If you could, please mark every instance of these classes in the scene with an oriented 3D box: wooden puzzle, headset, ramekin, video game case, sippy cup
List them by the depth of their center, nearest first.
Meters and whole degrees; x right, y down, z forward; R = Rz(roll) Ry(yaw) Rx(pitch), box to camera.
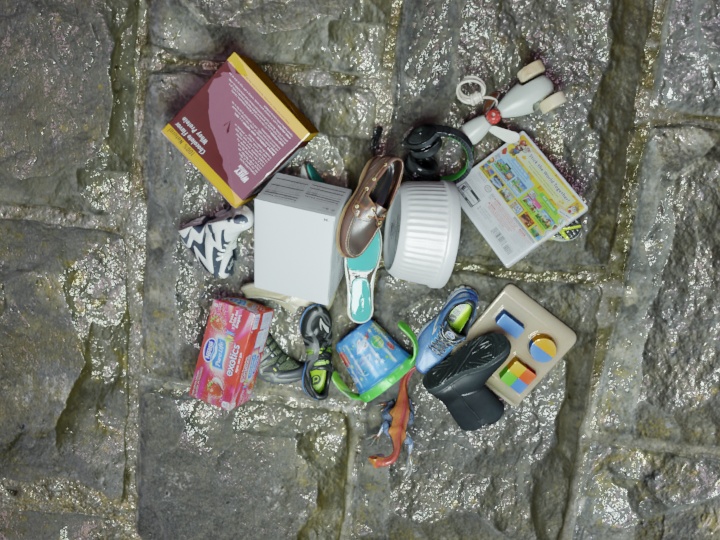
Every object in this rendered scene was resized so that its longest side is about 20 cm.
[{"bbox_3d":[0.108,-0.071,1.245,0.104,0.200,0.202,5,103,-8],"label":"ramekin"},{"bbox_3d":[0.292,-0.136,1.263,0.181,0.023,0.201,-36,67,8],"label":"video game case"},{"bbox_3d":[0.117,-0.230,1.276,0.198,0.094,0.124,9,136,4],"label":"headset"},{"bbox_3d":[0.022,0.174,1.356,0.177,0.140,0.131,-37,87,-14],"label":"sippy cup"},{"bbox_3d":[0.312,0.158,1.366,0.185,0.046,0.201,37,102,-4],"label":"wooden puzzle"}]

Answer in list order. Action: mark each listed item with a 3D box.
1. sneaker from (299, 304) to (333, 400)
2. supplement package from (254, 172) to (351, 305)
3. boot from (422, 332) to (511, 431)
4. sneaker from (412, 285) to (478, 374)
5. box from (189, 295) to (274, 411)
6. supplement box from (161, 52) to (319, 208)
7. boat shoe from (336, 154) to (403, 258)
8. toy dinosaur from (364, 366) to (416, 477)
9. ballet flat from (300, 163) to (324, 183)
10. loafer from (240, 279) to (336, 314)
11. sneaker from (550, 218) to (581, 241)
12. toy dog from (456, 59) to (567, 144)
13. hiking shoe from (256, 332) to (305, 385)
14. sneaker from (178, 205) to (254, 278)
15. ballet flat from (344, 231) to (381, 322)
[{"bbox_3d":[-0.080,0.166,1.345,0.070,0.083,0.202,-4,103,-24],"label":"sneaker"},{"bbox_3d":[-0.112,-0.059,1.275,0.154,0.111,0.201,13,125,9],"label":"supplement package"},{"bbox_3d":[0.245,0.228,1.344,0.199,0.077,0.168,-34,121,17],"label":"boot"},{"bbox_3d":[0.168,0.125,1.348,0.078,0.089,0.201,30,104,-2],"label":"sneaker"},{"bbox_3d":[-0.253,0.160,1.322,0.095,0.100,0.202,18,97,14],"label":"box"},{"bbox_3d":[-0.222,-0.263,1.270,0.200,0.133,0.197,-43,96,11],"label":"supplement box"},{"bbox_3d":[0.018,-0.116,1.197,0.070,0.070,0.202,25,82,-39],"label":"boat shoe"},{"bbox_3d":[0.061,0.311,1.350,0.104,0.182,0.202,6,102,3],"label":"toy dinosaur"},{"bbox_3d":[-0.075,-0.114,1.330,0.069,0.069,0.201,-32,102,10],"label":"ballet flat"},{"bbox_3d":[-0.146,0.053,1.363,0.198,0.076,0.069,2,97,3],"label":"loafer"},{"bbox_3d":[0.324,-0.098,1.296,0.199,0.076,0.076,24,87,19],"label":"sneaker"},{"bbox_3d":[0.283,-0.307,1.253,0.198,0.096,0.133,-9,93,20],"label":"toy dog"},{"bbox_3d":[-0.199,0.167,1.392,0.198,0.076,0.101,17,107,1],"label":"hiking shoe"},{"bbox_3d":[-0.263,-0.048,1.329,0.198,0.080,0.130,-12,115,32],"label":"sneaker"},{"bbox_3d":[0.000,0.000,1.306,0.069,0.069,0.202,5,104,3],"label":"ballet flat"}]
